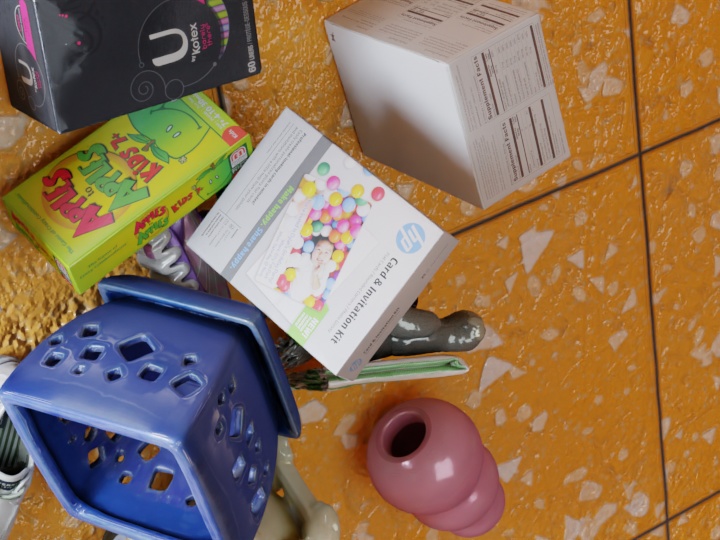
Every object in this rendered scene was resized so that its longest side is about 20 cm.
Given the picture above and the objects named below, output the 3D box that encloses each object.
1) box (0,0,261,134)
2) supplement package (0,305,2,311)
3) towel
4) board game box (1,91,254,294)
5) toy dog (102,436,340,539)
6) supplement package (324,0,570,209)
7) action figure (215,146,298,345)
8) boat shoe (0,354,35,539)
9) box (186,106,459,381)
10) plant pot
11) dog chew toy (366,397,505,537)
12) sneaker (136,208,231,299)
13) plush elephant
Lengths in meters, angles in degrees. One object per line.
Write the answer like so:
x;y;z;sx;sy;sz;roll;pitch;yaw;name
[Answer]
-0.200;-0.209;1.525;0.200;0.106;0.122;-21;119;-27;box
-0.389;-0.049;1.444;0.120;0.121;0.200;-25;121;-25;supplement package
0.005;0.102;1.727;0.153;0.200;0.023;-6;86;-19;towel
-0.203;-0.080;1.571;0.200;0.102;0.048;-38;153;-18;board game box
-0.154;0.261;1.744;0.200;0.140;0.194;-12;151;-33;toy dog
0.080;-0.171;1.678;0.111;0.200;0.156;-31;123;-22;supplement package
-0.077;-0.045;1.635;0.055;0.200;0.118;-7;144;-53;action figure
-0.332;0.179;1.609;0.074;0.067;0.200;-3;110;-34;boat shoe
-0.036;-0.024;1.553;0.156;0.200;0.041;-53;154;6;box
-0.171;0.124;1.590;0.180;0.200;0.200;-58;148;-33;plant pot
0.090;0.220;1.899;0.125;0.125;0.200;-50;137;-8;dog chew toy
-0.152;-0.009;1.661;0.088;0.080;0.200;-45;127;-22;sneaker
0.000;0.000;1.712;0.200;0.165;0.155;-12;112;-34;plush elephant
